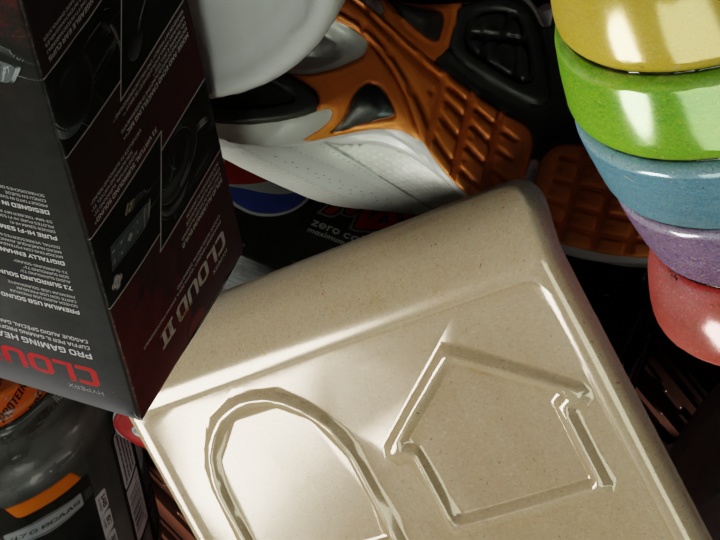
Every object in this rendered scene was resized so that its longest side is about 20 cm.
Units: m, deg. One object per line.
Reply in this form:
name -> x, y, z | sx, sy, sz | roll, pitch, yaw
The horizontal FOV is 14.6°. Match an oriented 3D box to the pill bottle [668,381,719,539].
pill bottle -> 0.197, 0.113, 0.918 | 0.200, 0.111, 0.111 | 36, 146, -10

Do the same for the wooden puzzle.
wooden puzzle -> 0.033, 0.083, 0.882 | 0.185, 0.046, 0.201 | -20, 97, 39

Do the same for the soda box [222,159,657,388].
soda box -> 0.000, 0.000, 0.954 | 0.199, 0.071, 0.063 | 22, 145, 12

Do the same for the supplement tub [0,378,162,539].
supplement tub -> -0.147, 0.069, 1.101 | 0.122, 0.123, 0.200 | 18, 149, 17

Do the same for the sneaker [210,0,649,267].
sneaker -> 0.027, -0.047, 0.891 | 0.199, 0.076, 0.092 | 19, 168, 9

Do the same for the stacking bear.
stacking bear -> 0.100, -0.084, 0.736 | 0.121, 0.114, 0.201 | 26, 145, 53

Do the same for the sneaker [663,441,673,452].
sneaker -> 0.118, 0.145, 1.003 | 0.198, 0.130, 0.080 | 24, 146, 8

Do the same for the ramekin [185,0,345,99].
ramekin -> -0.076, -0.150, 0.794 | 0.202, 0.094, 0.203 | 20, 145, 15

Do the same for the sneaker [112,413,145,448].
sneaker -> -0.038, 0.086, 1.082 | 0.112, 0.071, 0.201 | 19, 129, 13

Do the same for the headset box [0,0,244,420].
headset box -> -0.124, -0.049, 0.808 | 0.148, 0.077, 0.200 | 16, 143, 20
